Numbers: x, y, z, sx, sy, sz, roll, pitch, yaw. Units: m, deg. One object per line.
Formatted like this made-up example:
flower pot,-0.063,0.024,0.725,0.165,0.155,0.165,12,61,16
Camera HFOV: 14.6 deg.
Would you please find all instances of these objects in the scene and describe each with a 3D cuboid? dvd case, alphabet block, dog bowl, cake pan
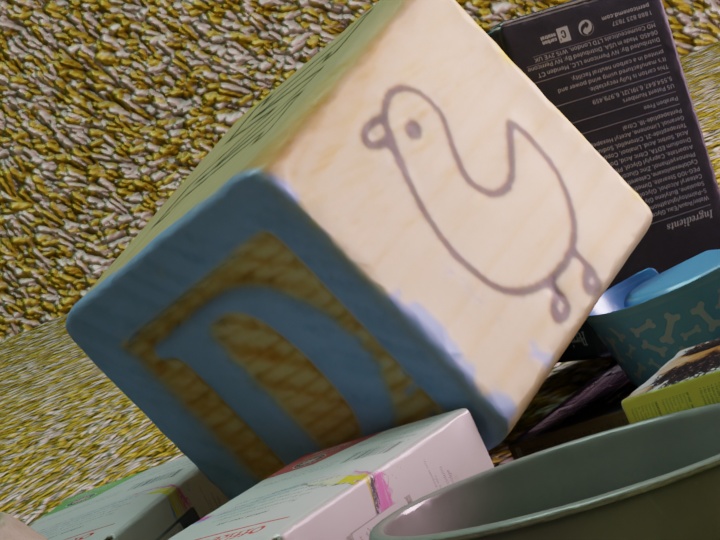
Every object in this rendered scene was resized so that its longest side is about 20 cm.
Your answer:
dvd case,0.193,0.049,1.496,0.200,0.016,0.149,-21,6,35
alphabet block,0.000,0.000,1.495,0.196,0.195,0.200,-34,14,44
dog bowl,0.215,0.003,1.494,0.200,0.050,0.111,-25,6,-15
cake pan,0.104,0.100,1.208,0.200,0.037,0.200,-18,2,1

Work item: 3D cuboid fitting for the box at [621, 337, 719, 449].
box,0.223,0.043,1.283,0.200,0.050,0.075,-19,8,33

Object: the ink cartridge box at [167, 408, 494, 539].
ink cartridge box,-0.032,0.141,1.336,0.116,0.068,0.200,-19,7,42

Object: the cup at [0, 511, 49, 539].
cup,-0.157,0.182,1.127,0.200,0.143,0.200,-23,6,3

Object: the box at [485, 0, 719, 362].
box,0.129,-0.053,1.663,0.107,0.200,0.148,-18,1,-18

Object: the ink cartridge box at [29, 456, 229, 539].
ink cartridge box,-0.142,0.167,1.517,0.117,0.067,0.200,-20,6,25
